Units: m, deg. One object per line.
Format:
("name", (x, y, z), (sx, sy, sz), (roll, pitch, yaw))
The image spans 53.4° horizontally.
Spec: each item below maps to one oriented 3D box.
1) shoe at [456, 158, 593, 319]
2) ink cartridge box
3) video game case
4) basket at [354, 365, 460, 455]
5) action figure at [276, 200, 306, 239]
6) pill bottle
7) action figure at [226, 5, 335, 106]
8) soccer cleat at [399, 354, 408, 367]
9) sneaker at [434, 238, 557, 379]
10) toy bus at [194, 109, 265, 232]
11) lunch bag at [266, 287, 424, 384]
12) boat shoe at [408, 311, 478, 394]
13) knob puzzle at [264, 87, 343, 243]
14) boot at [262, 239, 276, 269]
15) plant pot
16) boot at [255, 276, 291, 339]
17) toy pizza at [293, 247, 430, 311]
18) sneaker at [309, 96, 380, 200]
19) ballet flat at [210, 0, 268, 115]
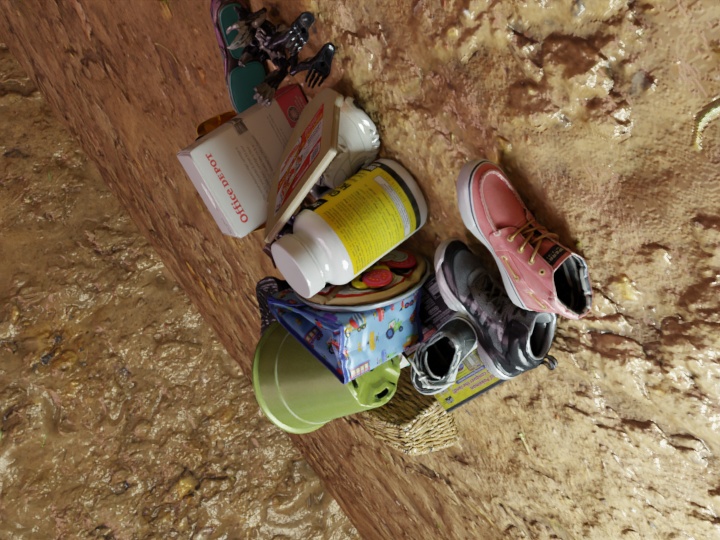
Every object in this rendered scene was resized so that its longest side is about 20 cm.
("shoe", (0.180, -0.032, 0.765), (0.091, 0.071, 0.201), (16, 143, 56))
("ink cartridge box", (-0.152, -0.164, 1.076), (0.083, 0.199, 0.147), (13, 135, 59))
("video game case", (0.132, 0.100, 1.043), (0.181, 0.025, 0.200), (52, 139, 5))
("basket", (0.071, 0.268, 1.357), (0.199, 0.142, 0.150), (33, 150, 44))
("action figure", (-0.073, -0.068, 1.255), (0.199, 0.069, 0.131), (29, 141, 41))
("pill bottle", (-0.016, -0.054, 0.957), (0.112, 0.199, 0.113), (43, 156, 24))
("action figure", (-0.125, -0.294, 0.960), (0.199, 0.102, 0.119), (22, 155, 51))
("soccer cleat", (0.076, 0.073, 1.157), (0.069, 0.077, 0.201), (30, 132, 25))
("sneaker", (0.175, 0.042, 0.889), (0.114, 0.075, 0.201), (-18, 104, 59))
("toy bus", (-0.217, -0.175, 1.270), (0.192, 0.135, 0.202), (17, 125, 68))
("lunch bag", (-0.029, 0.058, 1.046), (0.199, 0.150, 0.095), (26, 130, 45))
("boat shoe", (0.107, 0.131, 1.007), (0.074, 0.068, 0.200), (50, 146, 9))
("knob puzzle", (-0.068, -0.155, 0.954), (0.030, 0.222, 0.219), (23, 169, -22))
("boot", (-0.086, 0.003, 1.292), (0.166, 0.072, 0.200), (43, -174, 7))
("plant pot", (-0.041, 0.161, 1.155), (0.189, 0.200, 0.201), (-12, 114, 46))
("boot", (-0.107, 0.093, 1.329), (0.065, 0.200, 0.167), (-9, 83, 25))
("toy pizza", (0.000, 0.000, 1.022), (0.200, 0.199, 0.032), (24, 130, 52))
("sneaker", (-0.028, -0.158, 0.993), (0.075, 0.081, 0.200), (49, 157, 15))
("ballet flat", (-0.186, -0.329, 1.099), (0.071, 0.069, 0.201), (-122, 16, -46))
